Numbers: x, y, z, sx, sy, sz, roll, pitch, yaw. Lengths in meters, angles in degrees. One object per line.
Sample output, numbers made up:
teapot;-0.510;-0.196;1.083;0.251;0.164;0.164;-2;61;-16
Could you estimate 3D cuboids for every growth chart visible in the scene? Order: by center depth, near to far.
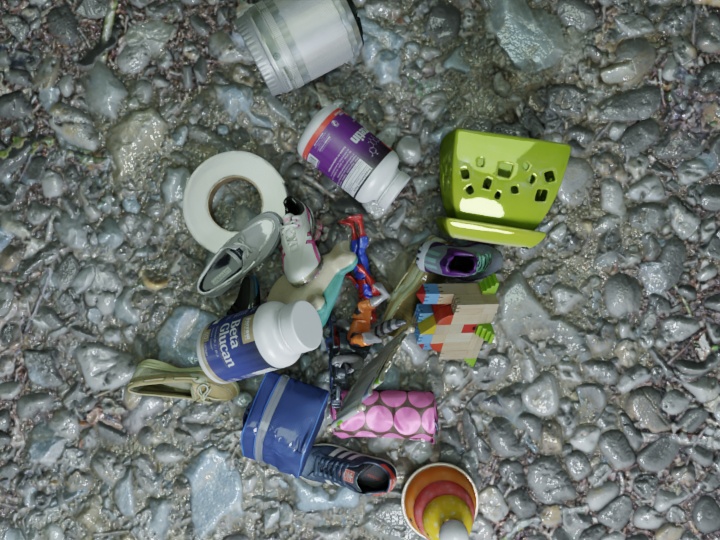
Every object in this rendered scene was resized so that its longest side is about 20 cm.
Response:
growth chart;0.020;0.183;1.126;0.018;0.145;0.200;41;53;-6

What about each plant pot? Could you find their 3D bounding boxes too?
plant pot;0.235;-0.139;1.148;0.198;0.200;0.182;9;95;0

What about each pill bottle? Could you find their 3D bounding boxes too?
pill bottle;-0.166;0.115;1.082;0.199;0.111;0.112;-20;89;28
pill bottle;-0.009;-0.203;1.188;0.200;0.112;0.113;38;89;1

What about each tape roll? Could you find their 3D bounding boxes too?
tape roll;-0.233;-0.124;1.226;0.202;0.037;0.204;0;89;1

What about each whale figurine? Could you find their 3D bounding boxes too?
whale figurine;-0.076;0.038;1.176;0.200;0.159;0.104;-42;119;6

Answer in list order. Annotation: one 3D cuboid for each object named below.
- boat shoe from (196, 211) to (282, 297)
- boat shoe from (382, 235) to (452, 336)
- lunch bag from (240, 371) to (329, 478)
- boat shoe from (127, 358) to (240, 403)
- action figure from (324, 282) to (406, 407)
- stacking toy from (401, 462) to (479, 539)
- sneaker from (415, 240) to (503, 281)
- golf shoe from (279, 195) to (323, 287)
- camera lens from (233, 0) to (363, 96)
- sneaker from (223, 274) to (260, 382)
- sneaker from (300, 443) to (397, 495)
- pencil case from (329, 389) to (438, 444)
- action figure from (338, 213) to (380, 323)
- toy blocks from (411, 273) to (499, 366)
boat shoe;-0.216;-0.026;1.173;0.074;0.065;0.200;40;91;0
boat shoe;0.100;0.029;1.206;0.073;0.063;0.201;28;95;-38
lunch bag;-0.141;0.269;1.144;0.132;0.200;0.136;21;58;4
boat shoe;-0.323;0.214;1.192;0.200;0.063;0.073;13;133;3
action figure;-0.003;0.144;1.153;0.104;0.194;0.201;11;53;-19
stacking toy;0.147;0.429;1.131;0.145;0.200;0.147;0;88;1
sneaker;0.195;-0.008;1.144;0.199;0.087;0.075;0;105;-35
golf shoe;-0.115;-0.051;1.143;0.072;0.200;0.092;-28;125;16
camera lens;-0.105;-0.426;1.168;0.199;0.160;0.160;-28;89;0
sneaker;-0.236;0.103;1.203;0.082;0.073;0.201;13;89;0
sneaker;-0.030;0.367;1.191;0.199;0.085;0.075;7;89;1
pencil case;0.043;0.267;1.193;0.199;0.091;0.094;2;89;3
action figure;0.000;0.000;1.209;0.052;0.065;0.201;-14;88;-31
toy blocks;0.155;0.093;1.154;0.136;0.201;0.100;-1;45;-11
